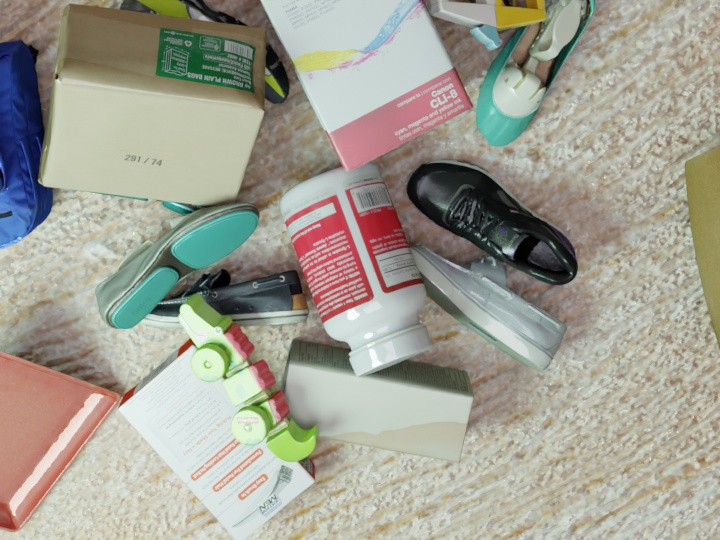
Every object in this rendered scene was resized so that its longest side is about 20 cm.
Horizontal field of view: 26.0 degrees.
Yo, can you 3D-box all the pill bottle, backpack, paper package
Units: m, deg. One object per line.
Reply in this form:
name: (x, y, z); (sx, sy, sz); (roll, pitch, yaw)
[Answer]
pill bottle: (0.000, 0.000, 1.594); (0.112, 0.112, 0.201); (-21, 84, 3)
backpack: (-0.403, -0.113, 1.562); (0.161, 0.168, 0.202); (-5, 107, 6)
paper package: (-0.203, -0.156, 1.515); (0.198, 0.191, 0.104); (7, 60, -13)

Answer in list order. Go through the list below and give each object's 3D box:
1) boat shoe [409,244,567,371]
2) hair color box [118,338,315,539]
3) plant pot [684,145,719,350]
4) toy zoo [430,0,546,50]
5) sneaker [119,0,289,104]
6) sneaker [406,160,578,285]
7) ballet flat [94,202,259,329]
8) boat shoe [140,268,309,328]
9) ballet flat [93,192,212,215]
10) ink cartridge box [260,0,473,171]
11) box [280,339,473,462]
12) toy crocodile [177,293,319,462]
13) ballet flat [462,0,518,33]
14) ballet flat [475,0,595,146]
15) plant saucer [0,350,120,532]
boat shoe: (0.132, 0.025, 1.658); (0.200, 0.070, 0.072); (37, 80, -7)
hair color box: (-0.153, 0.180, 1.681); (0.111, 0.064, 0.200); (-39, 99, 6)
plant pot: (0.415, -0.040, 1.598); (0.185, 0.186, 0.201); (-25, 89, 4)
toy zoo: (0.121, -0.316, 1.538); (0.130, 0.020, 0.202); (-2, 84, -33)
sneaker: (-0.162, -0.226, 1.596); (0.199, 0.074, 0.081); (34, 110, -2)
sneaker: (0.142, -0.051, 1.623); (0.199, 0.088, 0.076); (28, 101, -6)
ballet flat: (-0.192, -0.020, 1.587); (0.200, 0.064, 0.067); (-38, 141, 10)
boat shoe: (-0.153, 0.030, 1.643); (0.198, 0.075, 0.063); (-3, 90, 7)
ballet flat: (-0.205, -0.094, 1.620); (0.199, 0.072, 0.073); (16, 102, -6)
ink cartridge box: (0.002, -0.227, 1.553); (0.144, 0.145, 0.201); (-26, 102, 4)
box: (0.014, 0.137, 1.660); (0.198, 0.095, 0.078); (11, 103, -2)
toy crocodile: (-0.117, 0.109, 1.582); (0.062, 0.067, 0.201); (-32, 93, 20)
ballet flat: (0.106, -0.332, 1.575); (0.068, 0.063, 0.201); (-32, 101, 5)
ballet flat: (0.178, -0.216, 1.597); (0.067, 0.070, 0.201); (27, 101, -8)
plant saucer: (-0.383, 0.173, 1.641); (0.200, 0.037, 0.199); (-52, 139, 8)
